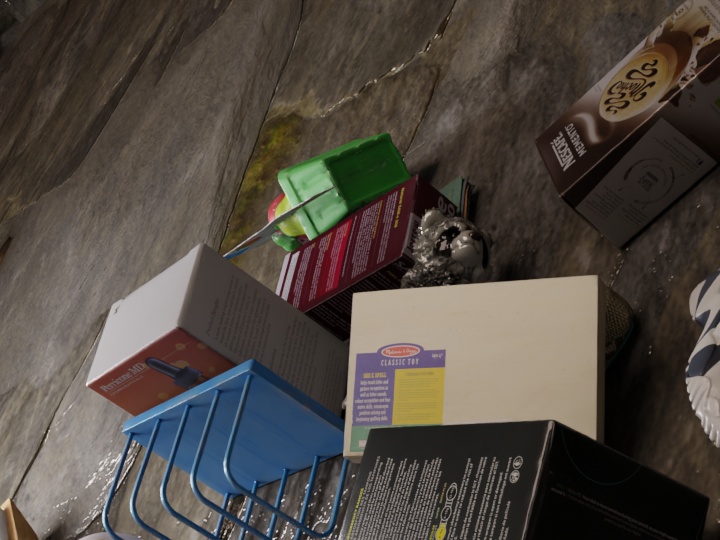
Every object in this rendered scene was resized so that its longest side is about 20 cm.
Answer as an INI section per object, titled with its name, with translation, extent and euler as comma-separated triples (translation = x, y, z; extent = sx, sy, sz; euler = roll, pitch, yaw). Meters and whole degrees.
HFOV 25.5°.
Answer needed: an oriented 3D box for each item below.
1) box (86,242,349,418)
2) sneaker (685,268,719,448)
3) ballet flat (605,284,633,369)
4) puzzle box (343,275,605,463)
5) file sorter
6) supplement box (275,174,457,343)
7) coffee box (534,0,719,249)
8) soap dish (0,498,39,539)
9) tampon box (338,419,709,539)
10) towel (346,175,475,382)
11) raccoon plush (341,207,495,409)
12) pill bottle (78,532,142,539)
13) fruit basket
[box]
translation = -0.134, 0.094, 1.539
extent = 0.152, 0.200, 0.107
euler = -32, 34, 38
[sneaker]
translation = 0.287, 0.041, 1.044
extent = 0.130, 0.079, 0.199
euler = -46, 14, 32
[ballet flat]
translation = 0.145, 0.091, 1.223
extent = 0.068, 0.075, 0.200
euler = -5, 51, 54
[puzzle box]
translation = 0.085, 0.075, 1.194
extent = 0.200, 0.025, 0.133
euler = -4, 71, 23
[file sorter]
translation = -0.124, 0.194, 1.466
extent = 0.200, 0.139, 0.123
euler = -27, 36, 41
[supplement box]
translation = 0.000, 0.000, 1.564
extent = 0.200, 0.061, 0.109
euler = -30, 35, 40
[coffee box]
translation = 0.253, -0.129, 1.337
extent = 0.200, 0.080, 0.113
euler = -43, 26, 16
[soap dish]
translation = -0.424, 0.368, 1.799
extent = 0.157, 0.081, 0.200
euler = -50, 25, 3
[tampon box]
translation = 0.100, 0.185, 1.056
extent = 0.200, 0.150, 0.127
euler = -11, 58, 56
[towel]
translation = 0.050, 0.010, 1.564
extent = 0.147, 0.022, 0.200
euler = -34, 31, 35
[raccoon plush]
translation = 0.044, 0.031, 1.434
extent = 0.200, 0.097, 0.134
euler = -31, 37, 34
[pill bottle]
translation = -0.241, 0.351, 1.476
extent = 0.112, 0.112, 0.200
euler = -38, 27, 26
[fruit basket]
translation = -0.041, -0.064, 1.702
extent = 0.185, 0.094, 0.200
euler = -26, -10, -43
